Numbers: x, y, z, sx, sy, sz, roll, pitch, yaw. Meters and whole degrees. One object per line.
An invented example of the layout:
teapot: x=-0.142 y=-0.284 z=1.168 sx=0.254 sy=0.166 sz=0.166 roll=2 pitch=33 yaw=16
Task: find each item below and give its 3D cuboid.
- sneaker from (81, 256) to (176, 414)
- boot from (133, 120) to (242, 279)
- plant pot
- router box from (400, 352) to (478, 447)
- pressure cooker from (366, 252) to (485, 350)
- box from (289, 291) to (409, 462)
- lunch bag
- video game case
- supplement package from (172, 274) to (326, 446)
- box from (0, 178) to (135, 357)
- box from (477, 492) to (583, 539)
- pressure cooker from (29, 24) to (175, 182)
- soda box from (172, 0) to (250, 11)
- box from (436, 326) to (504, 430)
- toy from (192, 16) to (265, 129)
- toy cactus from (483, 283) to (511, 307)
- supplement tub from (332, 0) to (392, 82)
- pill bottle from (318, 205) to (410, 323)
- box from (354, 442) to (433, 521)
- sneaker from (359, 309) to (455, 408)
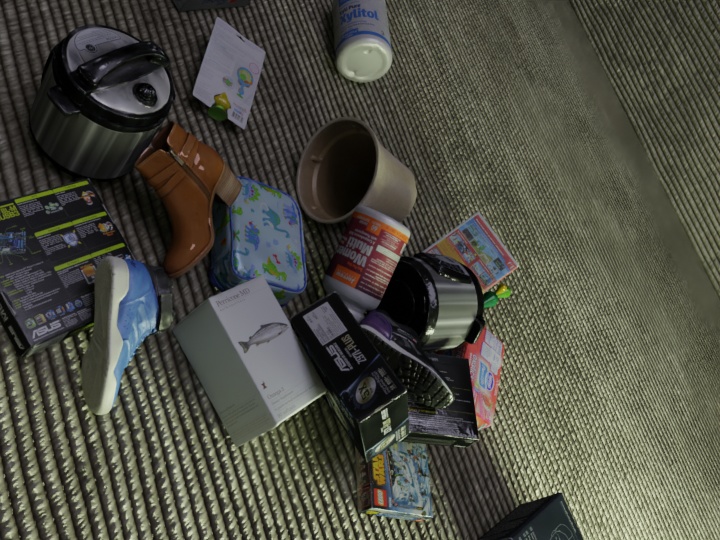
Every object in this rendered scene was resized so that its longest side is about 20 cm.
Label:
sneaker: x=-0.299 y=0.089 z=0.966 sx=0.110 sy=0.076 sz=0.203 roll=10 pitch=81 yaw=-46
boot: x=-0.275 y=-0.105 z=1.084 sx=0.155 sy=0.076 sz=0.201 roll=44 pitch=71 yaw=-41
plant pot: x=0.007 y=-0.168 z=1.405 sx=0.182 sy=0.199 sz=0.203 roll=18 pitch=52 yaw=-51
router box: x=0.098 y=0.215 z=1.238 sx=0.197 sy=0.051 sz=0.151 roll=11 pitch=56 yaw=-20
pressure cooker: x=0.130 y=0.062 z=1.363 sx=0.198 sy=0.178 sz=0.179 roll=3 pitch=73 yaw=-43
box: x=-0.015 y=0.163 z=1.108 sx=0.085 sy=0.165 sz=0.201 roll=-30 pitch=60 yaw=-14
lunch bag: x=-0.168 y=-0.044 z=1.210 sx=0.159 sy=0.082 sz=0.203 roll=15 pitch=55 yaw=-37
video game case: x=0.208 y=-0.009 z=1.505 sx=0.199 sy=0.017 sz=0.144 roll=-35 pitch=81 yaw=-9
supplement package: x=-0.164 y=0.132 z=1.073 sx=0.116 sy=0.117 sz=0.202 roll=-26 pitch=84 yaw=-48
box: x=-0.407 y=-0.011 z=0.977 sx=0.199 sy=0.047 sz=0.194 roll=-30 pitch=87 yaw=-50
box: x=0.312 y=0.517 z=1.309 sx=0.199 sy=0.107 sz=0.150 roll=-14 pitch=75 yaw=-48
pressure cooker: x=-0.365 y=-0.249 z=1.048 sx=0.177 sy=0.200 sz=0.178 roll=17 pitch=52 yaw=-32
soda box: x=-0.288 y=-0.564 z=1.437 sx=0.199 sy=0.068 sz=0.064 roll=-32 pitch=90 yaw=-50
box: x=0.204 y=0.206 z=1.412 sx=0.102 sy=0.094 sz=0.201 roll=39 pitch=44 yaw=-19
toy: x=-0.251 y=-0.362 z=1.361 sx=0.114 sy=0.047 sz=0.202 roll=30 pitch=50 yaw=-33
toy cactus: x=0.236 y=0.050 z=1.568 sx=0.199 sy=0.102 sz=0.167 roll=24 pitch=69 yaw=-36
supplement tub: x=0.002 y=-0.548 z=1.671 sx=0.131 sy=0.131 sz=0.203 roll=18 pitch=53 yaw=-36
pill bottle: x=0.000 y=0.000 z=1.262 sx=0.109 sy=0.109 sz=0.202 roll=26 pitch=88 yaw=-31
box: x=0.053 y=0.312 z=1.232 sx=0.136 sy=0.040 sz=0.202 roll=22 pitch=51 yaw=-34
sneaker: x=0.085 y=0.137 z=1.204 sx=0.199 sy=0.076 sz=0.088 roll=40 pitch=44 yaw=5
